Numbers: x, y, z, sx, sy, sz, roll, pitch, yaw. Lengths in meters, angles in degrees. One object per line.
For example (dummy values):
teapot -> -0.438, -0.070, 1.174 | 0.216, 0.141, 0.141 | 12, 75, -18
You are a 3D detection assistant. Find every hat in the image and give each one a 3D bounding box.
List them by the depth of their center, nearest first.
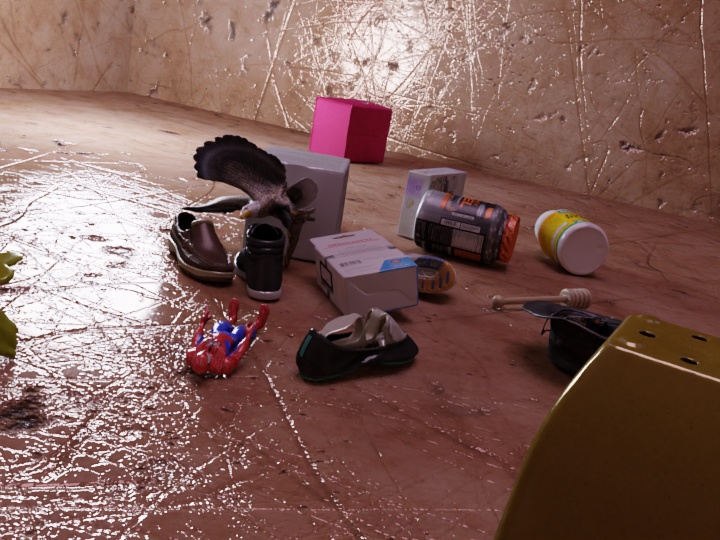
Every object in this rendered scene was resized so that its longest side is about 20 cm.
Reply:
hat -> 0.305, 0.102, 1.072 | 0.199, 0.082, 0.201 | 14, 7, -2

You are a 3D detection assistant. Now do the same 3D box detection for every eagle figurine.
eagle figurine -> -0.176, -0.120, 1.279 | 0.199, 0.153, 0.151 | 30, -1, 9

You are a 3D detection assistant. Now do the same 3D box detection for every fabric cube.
fabric cube -> -0.037, -0.496, 2.759 | 0.198, 0.202, 0.196 | -5, 22, -43

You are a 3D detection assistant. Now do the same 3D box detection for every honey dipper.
honey dipper -> 0.309, 0.052, 1.340 | 0.198, 0.038, 0.038 | -1, 19, -27

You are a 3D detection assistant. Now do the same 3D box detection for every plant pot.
plant pot -> 0.236, 0.150, 0.619 | 0.194, 0.202, 0.194 | 17, 17, 26

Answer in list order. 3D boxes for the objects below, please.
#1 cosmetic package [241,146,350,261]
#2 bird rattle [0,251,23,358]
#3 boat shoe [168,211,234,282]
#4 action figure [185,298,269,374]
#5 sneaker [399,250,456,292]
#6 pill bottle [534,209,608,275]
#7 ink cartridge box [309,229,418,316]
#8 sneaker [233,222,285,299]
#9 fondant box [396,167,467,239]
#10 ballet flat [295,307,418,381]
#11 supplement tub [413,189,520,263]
cosmetic package -> -0.114, -0.127, 1.449 | 0.166, 0.168, 0.200 | 10, 14, 1
bird rattle -> -0.445, 0.038, 0.782 | 0.162, 0.114, 0.199 | -7, -5, 38
boat shoe -> -0.254, -0.043, 1.226 | 0.074, 0.076, 0.202 | -1, 19, -36
action figure -> -0.158, 0.077, 0.919 | 0.065, 0.052, 0.200 | 15, 18, 3
sneaker -> 0.066, 0.001, 1.326 | 0.198, 0.076, 0.088 | 17, -1, 16
pill bottle -> 0.454, -0.070, 1.718 | 0.112, 0.114, 0.200 | 8, 15, -9
ink cartridge box -> 0.000, 0.000, 1.211 | 0.115, 0.068, 0.200 | -9, 21, -16
sneaker -> -0.152, -0.031, 1.207 | 0.070, 0.100, 0.200 | 4, 15, -16
fondant box -> 0.163, -0.153, 1.763 | 0.058, 0.146, 0.200 | 18, 17, 26
ballet flat -> 0.007, 0.085, 0.949 | 0.068, 0.069, 0.199 | 22, 19, 38
supplement tub -> 0.217, -0.086, 1.600 | 0.198, 0.124, 0.122 | 15, 16, 16
